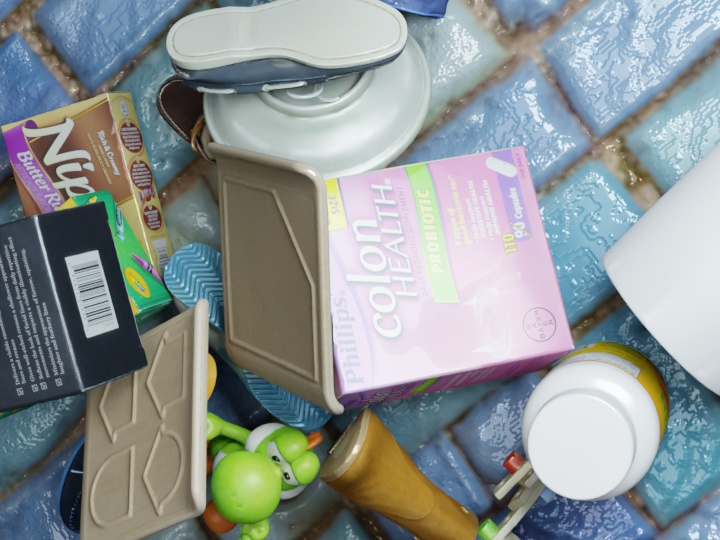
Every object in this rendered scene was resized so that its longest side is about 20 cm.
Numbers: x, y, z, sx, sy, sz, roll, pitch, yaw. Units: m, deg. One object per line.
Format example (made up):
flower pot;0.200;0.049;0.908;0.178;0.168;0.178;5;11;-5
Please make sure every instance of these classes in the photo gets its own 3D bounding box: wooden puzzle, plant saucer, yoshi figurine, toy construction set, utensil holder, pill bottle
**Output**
wooden puzzle;-0.065;0.001;1.310;0.037;0.185;0.202;-13;105;-27
plant saucer;-0.039;-0.163;1.385;0.198;0.050;0.202;-3;57;5
yoshi figurine;-0.106;0.180;1.410;0.112;0.200;0.113;25;69;-17
toy construction set;0.174;0.252;1.401;0.200;0.092;0.131;50;119;10
wooden puzzle;-0.177;0.143;1.396;0.199;0.046;0.187;-31;51;44
utensil holder;0.319;-0.021;1.303;0.200;0.170;0.170;-45;84;17
pill bottle;0.191;0.125;1.329;0.110;0.200;0.112;1;96;15

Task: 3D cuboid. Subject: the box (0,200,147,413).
box;-0.303;0.040;1.381;0.198;0.107;0.150;-13;93;25

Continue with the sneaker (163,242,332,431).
sneaker;-0.092;0.061;1.452;0.076;0.081;0.200;-39;76;-8

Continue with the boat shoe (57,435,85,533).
boat shoe;-0.211;0.165;1.493;0.069;0.084;0.201;42;108;38

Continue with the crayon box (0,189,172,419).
crayon box;-0.278;0.032;1.460;0.199;0.058;0.119;-35;83;25

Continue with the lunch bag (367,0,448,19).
lunch bag;0.003;-0.292;1.373;0.198;0.136;0.134;12;99;10

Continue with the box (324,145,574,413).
box;0.054;0.007;1.350;0.198;0.097;0.178;-10;78;-11

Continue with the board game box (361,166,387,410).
board game box;0.000;0.000;1.451;0.153;0.040;0.200;-40;85;15

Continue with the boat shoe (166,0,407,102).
boat shoe;-0.057;-0.176;1.327;0.198;0.062;0.075;-7;60;7

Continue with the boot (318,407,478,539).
boot;0.039;0.185;1.375;0.144;0.201;0.071;37;86;2

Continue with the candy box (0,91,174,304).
candy box;-0.246;-0.053;1.503;0.116;0.056;0.202;-14;93;18

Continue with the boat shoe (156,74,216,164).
boat shoe;-0.114;-0.124;1.434;0.199;0.072;0.073;36;99;28
